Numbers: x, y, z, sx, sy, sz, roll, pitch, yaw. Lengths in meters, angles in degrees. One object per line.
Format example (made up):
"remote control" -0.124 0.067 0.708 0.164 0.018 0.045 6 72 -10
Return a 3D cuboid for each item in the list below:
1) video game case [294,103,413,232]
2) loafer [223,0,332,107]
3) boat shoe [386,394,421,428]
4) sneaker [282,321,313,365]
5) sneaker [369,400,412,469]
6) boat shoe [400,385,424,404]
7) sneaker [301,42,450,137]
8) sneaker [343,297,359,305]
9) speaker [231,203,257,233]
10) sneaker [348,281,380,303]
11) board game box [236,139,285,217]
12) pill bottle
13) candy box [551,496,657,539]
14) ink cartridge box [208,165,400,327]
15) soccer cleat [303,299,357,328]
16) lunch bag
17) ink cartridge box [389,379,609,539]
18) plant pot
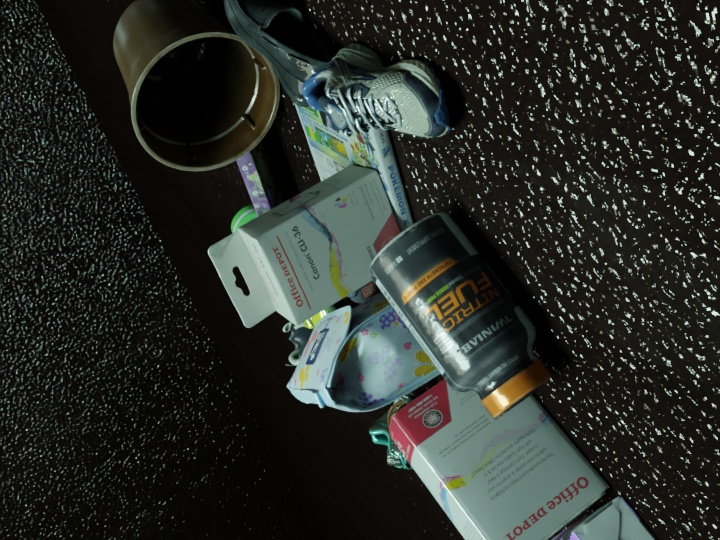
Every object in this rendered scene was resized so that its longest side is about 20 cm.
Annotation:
"video game case" -0.013 -0.139 1.012 0.200 0.022 0.183 38 153 51
"loafer" -0.088 -0.268 0.945 0.201 0.068 0.070 54 143 24
"boat shoe" 0.078 0.212 1.220 0.200 0.068 0.072 162 116 -64
"sneaker" -0.056 0.149 1.418 0.200 0.129 0.079 61 163 -8
"sneaker" 0.087 0.283 1.312 0.200 0.091 0.078 37 153 50
"boat shoe" 0.015 0.159 1.241 0.072 0.068 0.200 19 167 -37
"sneaker" 0.010 -0.158 0.813 0.200 0.085 0.077 33 149 53
"sneaker" -0.057 0.037 1.283 0.200 0.075 0.081 57 -166 9
"speaker" -0.140 -0.027 1.431 0.200 0.088 0.089 47 159 33
"sneaker" 0.000 0.000 1.125 0.085 0.075 0.200 61 172 -2
"board game box" -0.148 -0.131 1.293 0.120 0.032 0.200 -101 -4 -52
"pill bottle" 0.105 0.048 0.857 0.200 0.106 0.106 54 162 14
"candy box" 0.283 0.355 0.929 0.168 0.071 0.200 53 161 19
"ink cartridge box" -0.056 -0.021 0.951 0.067 0.200 0.117 26 144 61
"soccer cleat" -0.070 0.041 1.217 0.200 0.084 0.065 51 -154 4
"lunch bag" 0.012 0.096 1.031 0.127 0.200 0.170 59 163 -3
"ink cartridge box" 0.147 0.211 0.939 0.200 0.147 0.086 53 162 21
"plant pot" -0.241 -0.272 1.156 0.198 0.200 0.201 53 163 40
